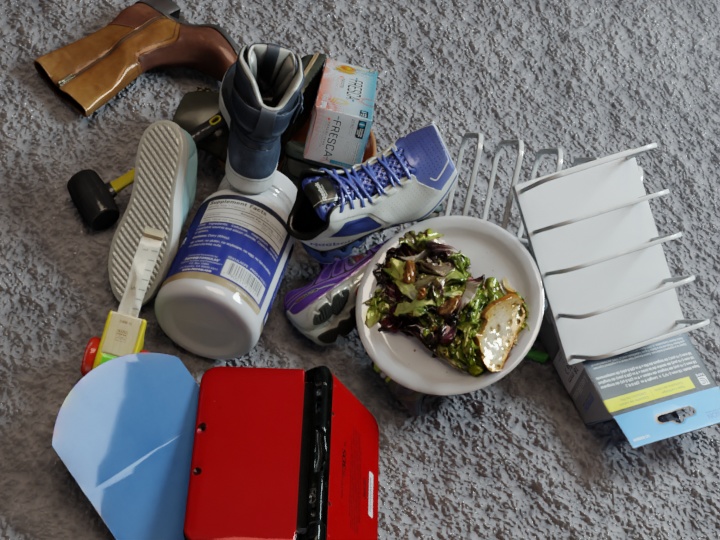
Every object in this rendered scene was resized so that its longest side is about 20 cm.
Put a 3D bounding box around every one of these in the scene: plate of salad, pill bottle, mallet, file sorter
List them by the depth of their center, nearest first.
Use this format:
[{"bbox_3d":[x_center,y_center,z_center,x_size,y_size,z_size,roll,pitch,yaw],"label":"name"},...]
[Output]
[{"bbox_3d":[0.090,0.030,1.388,0.198,0.048,0.202,-5,66,11],"label":"plate of salad"},{"bbox_3d":[0.262,-0.016,1.393,0.137,0.125,0.202,-17,90,-6],"label":"file sorter"},{"bbox_3d":[-0.135,-0.014,1.437,0.115,0.116,0.201,19,50,1],"label":"pill bottle"},{"bbox_3d":[-0.238,-0.127,1.505,0.200,0.041,0.066,-40,67,-10],"label":"mallet"},{"bbox_3d":[0.202,-0.078,1.528,0.198,0.139,0.126,11,95,-6],"label":"file sorter"}]

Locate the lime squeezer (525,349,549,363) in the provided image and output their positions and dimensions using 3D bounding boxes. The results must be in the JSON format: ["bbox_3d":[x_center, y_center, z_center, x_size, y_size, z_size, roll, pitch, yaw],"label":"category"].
[{"bbox_3d":[0.116,0.054,1.503,0.199,0.038,0.071,34,52,13],"label":"lime squeezer"}]

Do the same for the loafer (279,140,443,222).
[{"bbox_3d":[-0.002,-0.085,1.510,0.199,0.063,0.072,25,13,20],"label":"loafer"}]

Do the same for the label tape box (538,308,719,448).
[{"bbox_3d":[0.302,0.112,1.490,0.143,0.064,0.201,-12,57,-21],"label":"label tape box"}]

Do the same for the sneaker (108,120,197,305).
[{"bbox_3d":[-0.212,-0.056,1.452,0.073,0.082,0.202,16,90,20],"label":"sneaker"}]

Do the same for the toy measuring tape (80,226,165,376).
[{"bbox_3d":[-0.236,0.058,1.359,0.073,0.074,0.202,15,81,-2],"label":"toy measuring tape"}]

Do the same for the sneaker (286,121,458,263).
[{"bbox_3d":[0.001,-0.079,1.403,0.081,0.199,0.115,62,17,19],"label":"sneaker"}]

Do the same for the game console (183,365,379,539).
[{"bbox_3d":[-0.070,0.204,1.311,0.118,0.172,0.201,-18,47,23],"label":"game console"}]

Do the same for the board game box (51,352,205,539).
[{"bbox_3d":[-0.204,0.182,1.299,0.157,0.039,0.201,-33,81,-32],"label":"board game box"}]

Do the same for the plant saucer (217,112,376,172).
[{"bbox_3d":[-0.080,-0.151,1.615,0.198,0.032,0.202,8,52,-10],"label":"plant saucer"}]

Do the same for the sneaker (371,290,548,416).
[{"bbox_3d":[0.115,0.085,1.436,0.199,0.074,0.081,-28,84,1],"label":"sneaker"}]

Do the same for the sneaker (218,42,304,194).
[{"bbox_3d":[-0.107,-0.202,1.442,0.076,0.147,0.203,4,44,-13],"label":"sneaker"}]

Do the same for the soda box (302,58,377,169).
[{"bbox_3d":[-0.021,-0.182,1.543,0.068,0.064,0.200,14,24,-3],"label":"soda box"}]

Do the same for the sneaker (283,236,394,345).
[{"bbox_3d":[0.000,0.000,1.483,0.199,0.081,0.083,-29,44,-25],"label":"sneaker"}]

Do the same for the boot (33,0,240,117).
[{"bbox_3d":[-0.261,-0.246,1.617,0.188,0.069,0.200,40,54,16],"label":"boot"}]

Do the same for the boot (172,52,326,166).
[{"bbox_3d":[-0.133,-0.206,1.579,0.137,0.078,0.201,22,49,9],"label":"boot"}]
